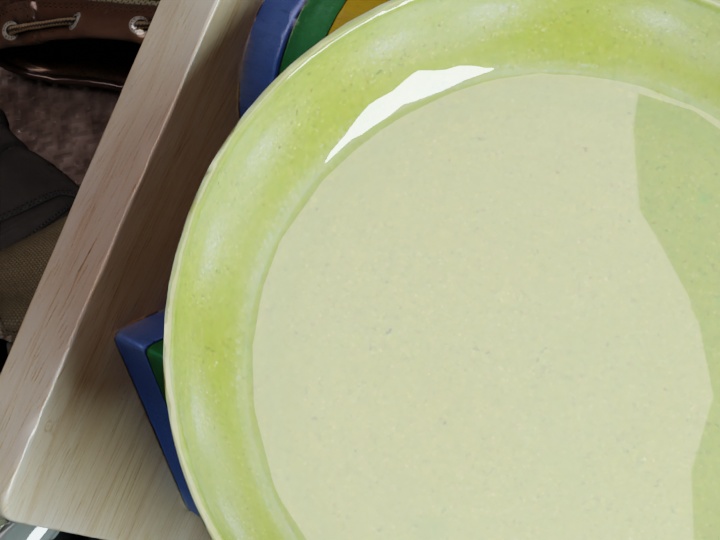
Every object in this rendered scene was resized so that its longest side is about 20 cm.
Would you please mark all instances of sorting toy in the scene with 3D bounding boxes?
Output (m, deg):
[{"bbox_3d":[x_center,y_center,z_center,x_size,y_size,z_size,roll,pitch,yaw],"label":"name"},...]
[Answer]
[{"bbox_3d":[0.000,0.000,0.681,0.069,0.198,0.201,23,89,30],"label":"sorting toy"}]

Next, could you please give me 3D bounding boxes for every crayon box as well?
[{"bbox_3d":[0.075,0.074,0.671,0.058,0.200,0.173,25,73,14],"label":"crayon box"}]

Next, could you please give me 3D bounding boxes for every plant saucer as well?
[{"bbox_3d":[0.051,0.021,0.566,0.198,0.031,0.202,0,71,-1],"label":"plant saucer"}]

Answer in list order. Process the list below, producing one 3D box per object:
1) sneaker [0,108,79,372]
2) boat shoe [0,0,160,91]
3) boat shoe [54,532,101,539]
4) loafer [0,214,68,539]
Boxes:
[{"bbox_3d":[-0.162,0.037,0.789,0.090,0.076,0.201,33,77,11],"label":"sneaker"},{"bbox_3d":[-0.049,-0.075,0.819,0.201,0.075,0.075,16,75,30],"label":"boat shoe"},{"bbox_3d":[-0.070,0.072,0.769,0.068,0.057,0.200,35,75,19],"label":"boat shoe"},{"bbox_3d":[-0.095,0.017,0.740,0.070,0.075,0.201,43,71,-23],"label":"loafer"}]
